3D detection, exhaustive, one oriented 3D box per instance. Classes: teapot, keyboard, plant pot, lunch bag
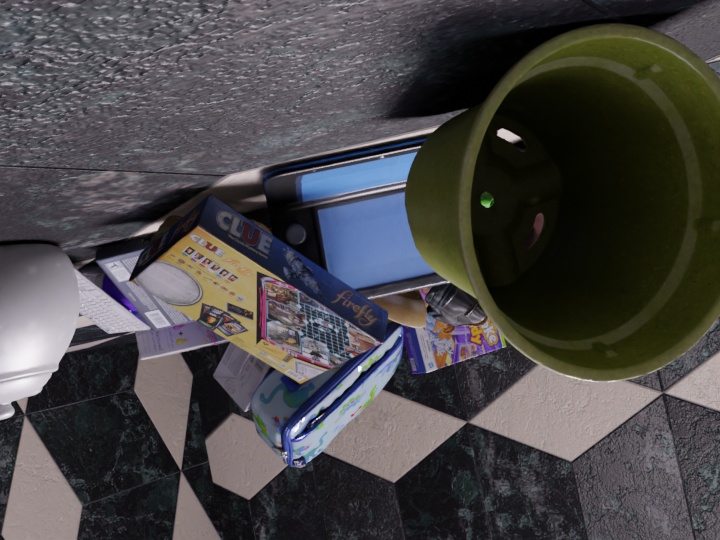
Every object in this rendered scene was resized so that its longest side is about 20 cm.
[{"bbox_3d":[-0.345,0.064,0.894,0.195,0.149,0.198,-15,174,40],"label":"teapot"},{"bbox_3d":[-0.297,0.033,1.071,0.055,0.011,0.200,0,158,14],"label":"keyboard"},{"bbox_3d":[0.000,0.000,1.153,0.028,0.199,0.200,-57,164,12],"label":"plant pot"},{"bbox_3d":[0.119,-0.044,0.643,0.197,0.204,0.184,-11,-172,-17],"label":"plant pot"},{"bbox_3d":[-0.037,0.129,1.143,0.200,0.082,0.162,-41,159,-22],"label":"lunch bag"}]

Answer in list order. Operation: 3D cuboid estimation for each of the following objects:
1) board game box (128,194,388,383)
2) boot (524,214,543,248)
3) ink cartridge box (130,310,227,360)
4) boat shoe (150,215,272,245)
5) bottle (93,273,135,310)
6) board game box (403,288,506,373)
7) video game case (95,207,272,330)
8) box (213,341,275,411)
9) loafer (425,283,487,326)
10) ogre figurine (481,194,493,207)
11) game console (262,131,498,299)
[{"bbox_3d":[-0.090,0.024,0.875,0.199,0.035,0.135,34,142,-24],"label":"board game box"},{"bbox_3d":[0.183,-0.065,0.984,0.165,0.073,0.200,0,140,-47],"label":"boot"},{"bbox_3d":[-0.181,0.032,1.203,0.196,0.117,0.068,-13,177,-5],"label":"ink cartridge box"},{"bbox_3d":[-0.109,-0.011,0.941,0.198,0.067,0.073,28,152,-34],"label":"boat shoe"},{"bbox_3d":[-0.208,0.006,1.113,0.197,0.067,0.083,-13,172,15],"label":"bottle"},{"bbox_3d":[0.112,0.025,1.347,0.133,0.204,0.045,-15,180,-25],"label":"board game box"},{"bbox_3d":[-0.156,0.002,1.027,0.196,0.019,0.144,-14,144,9],"label":"video game case"},{"bbox_3d":[-0.074,0.077,1.173,0.199,0.060,0.117,-26,153,-50],"label":"box"},{"bbox_3d":[0.127,0.045,1.224,0.073,0.072,0.200,-51,170,4],"label":"loafer"},{"bbox_3d":[0.164,-0.041,1.171,0.118,0.100,0.200,15,168,7],"label":"ogre figurine"},{"bbox_3d":[0.021,-0.039,0.853,0.196,0.174,0.119,-11,-157,-4],"label":"game console"}]
